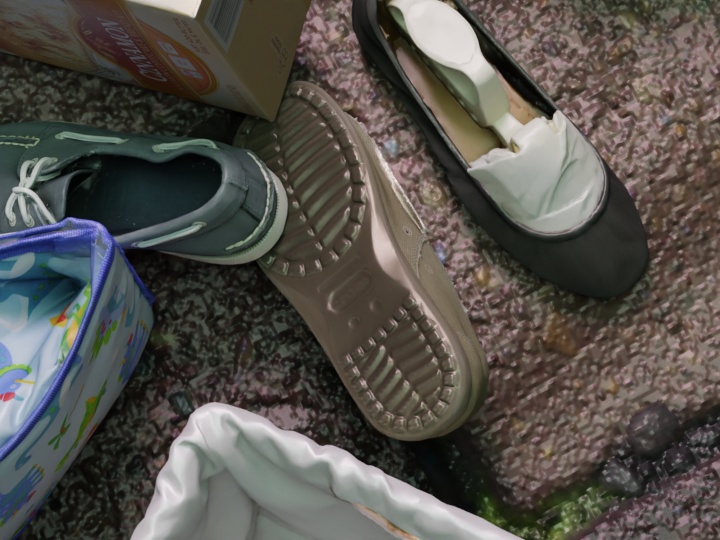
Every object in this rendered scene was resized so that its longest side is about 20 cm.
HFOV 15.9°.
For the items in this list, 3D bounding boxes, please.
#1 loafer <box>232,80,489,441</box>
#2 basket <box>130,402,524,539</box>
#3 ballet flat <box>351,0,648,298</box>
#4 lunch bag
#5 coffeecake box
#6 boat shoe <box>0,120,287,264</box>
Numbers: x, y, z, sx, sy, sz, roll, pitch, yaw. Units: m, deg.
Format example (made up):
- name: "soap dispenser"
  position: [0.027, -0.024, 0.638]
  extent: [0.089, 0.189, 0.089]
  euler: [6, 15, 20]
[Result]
- name: "loafer"
  position: [0.000, 0.000, 1.225]
  extent: [0.075, 0.068, 0.201]
  euler: [-32, 63, 13]
- name: "basket"
  position: [-0.019, 0.191, 1.141]
  extent: [0.197, 0.161, 0.201]
  euler: [24, 81, 5]
- name: "ballet flat"
  position: [0.063, -0.069, 1.235]
  extent: [0.068, 0.068, 0.200]
  euler: [-41, 82, -7]
- name: "lunch bag"
  position: [-0.182, 0.058, 1.163]
  extent: [0.200, 0.170, 0.128]
  euler: [-38, 82, -5]
- name: "coffeecake box"
  position: [-0.138, -0.146, 1.192]
  extent: [0.199, 0.154, 0.073]
  euler: [15, 80, 15]
- name: "boat shoe"
  position: [-0.135, -0.041, 1.217]
  extent: [0.199, 0.062, 0.073]
  euler: [5, 78, 19]
